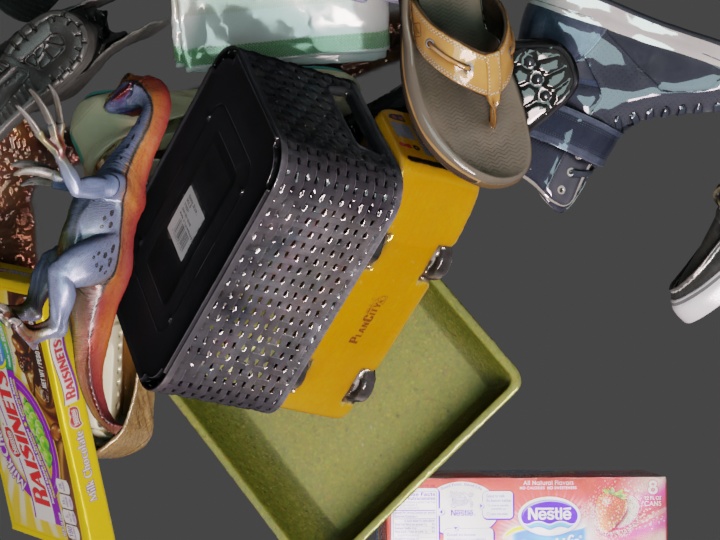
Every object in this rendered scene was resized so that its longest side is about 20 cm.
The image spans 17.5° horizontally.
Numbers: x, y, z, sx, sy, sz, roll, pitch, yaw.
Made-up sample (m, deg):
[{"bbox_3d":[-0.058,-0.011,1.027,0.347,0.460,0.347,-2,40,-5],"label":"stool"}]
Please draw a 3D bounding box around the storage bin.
[{"bbox_3d":[-0.072,-0.024,1.489,0.093,0.136,0.201,14,122,-32],"label":"storage bin"}]

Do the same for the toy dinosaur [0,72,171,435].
[{"bbox_3d":[-0.169,-0.032,1.511,0.181,0.105,0.200,-43,107,-10],"label":"toy dinosaur"}]

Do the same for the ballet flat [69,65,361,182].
[{"bbox_3d":[-0.096,-0.090,1.566,0.198,0.070,0.070,-7,108,2],"label":"ballet flat"}]

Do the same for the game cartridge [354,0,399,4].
[{"bbox_3d":[-0.049,-0.249,1.495,0.198,0.038,0.131,13,103,6],"label":"game cartridge"}]

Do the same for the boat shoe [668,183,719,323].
[{"bbox_3d":[0.277,-0.052,1.613,0.057,0.069,0.200,42,94,-7],"label":"boat shoe"}]

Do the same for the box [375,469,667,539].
[{"bbox_3d":[0.111,0.191,1.644,0.198,0.095,0.104,-1,88,-4],"label":"box"}]

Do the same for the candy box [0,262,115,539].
[{"bbox_3d":[-0.224,0.093,1.602,0.026,0.102,0.202,-23,111,-35],"label":"candy box"}]

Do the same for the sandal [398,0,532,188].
[{"bbox_3d":[0.067,-0.150,1.451,0.081,0.054,0.202,-9,92,-28],"label":"sandal"}]

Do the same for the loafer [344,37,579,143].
[{"bbox_3d":[0.054,-0.104,1.545,0.199,0.070,0.069,-23,99,22],"label":"loafer"}]

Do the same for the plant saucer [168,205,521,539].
[{"bbox_3d":[-0.010,0.076,1.595,0.200,0.048,0.200,-45,66,10],"label":"plant saucer"}]

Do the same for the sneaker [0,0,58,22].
[{"bbox_3d":[-0.186,-0.250,1.511,0.074,0.088,0.201,36,128,11],"label":"sneaker"}]

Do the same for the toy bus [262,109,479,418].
[{"bbox_3d":[0.000,0.000,1.514,0.065,0.079,0.201,11,124,-32],"label":"toy bus"}]

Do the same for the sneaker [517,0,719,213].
[{"bbox_3d":[0.188,-0.098,1.574,0.201,0.077,0.147,19,94,0],"label":"sneaker"}]

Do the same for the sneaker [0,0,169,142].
[{"bbox_3d":[-0.222,-0.123,1.530,0.199,0.104,0.060,-33,92,9],"label":"sneaker"}]

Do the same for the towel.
[{"bbox_3d":[-0.057,-0.236,1.550,0.148,0.031,0.202,-5,105,-5],"label":"towel"}]

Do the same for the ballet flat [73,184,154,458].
[{"bbox_3d":[-0.172,0.039,1.595,0.067,0.072,0.202,14,110,21],"label":"ballet flat"}]
